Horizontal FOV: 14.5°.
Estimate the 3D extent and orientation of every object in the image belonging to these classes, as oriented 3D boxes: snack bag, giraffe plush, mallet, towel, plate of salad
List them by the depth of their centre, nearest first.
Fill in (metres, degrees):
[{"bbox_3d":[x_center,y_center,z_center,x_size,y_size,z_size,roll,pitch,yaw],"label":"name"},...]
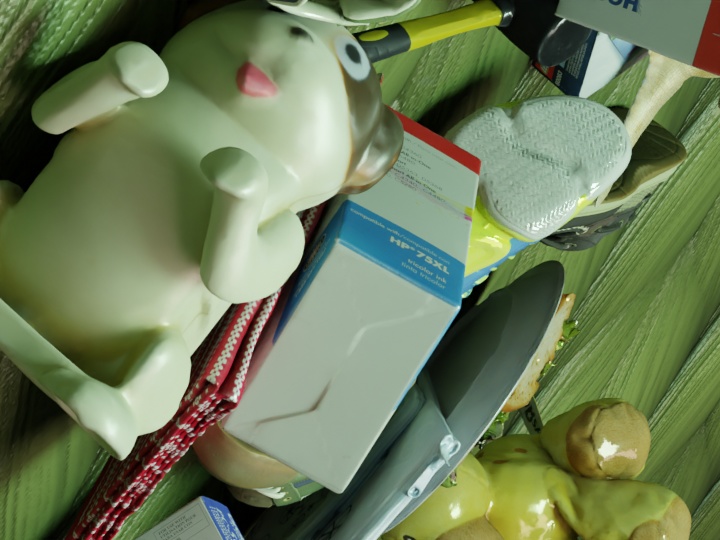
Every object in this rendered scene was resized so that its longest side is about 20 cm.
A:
[{"bbox_3d":[-0.074,0.046,1.322,0.200,0.022,0.145,-49,-167,52],"label":"towel"},{"bbox_3d":[0.019,-0.119,1.348,0.199,0.066,0.041,-12,141,-33],"label":"mallet"},{"bbox_3d":[-0.021,0.139,1.592,0.189,0.021,0.200,-48,-169,5],"label":"snack bag"},{"bbox_3d":[0.062,0.080,1.638,0.200,0.048,0.200,-51,-169,14],"label":"plate of salad"},{"bbox_3d":[0.082,0.151,1.766,0.162,0.200,0.173,-4,130,-36],"label":"giraffe plush"}]

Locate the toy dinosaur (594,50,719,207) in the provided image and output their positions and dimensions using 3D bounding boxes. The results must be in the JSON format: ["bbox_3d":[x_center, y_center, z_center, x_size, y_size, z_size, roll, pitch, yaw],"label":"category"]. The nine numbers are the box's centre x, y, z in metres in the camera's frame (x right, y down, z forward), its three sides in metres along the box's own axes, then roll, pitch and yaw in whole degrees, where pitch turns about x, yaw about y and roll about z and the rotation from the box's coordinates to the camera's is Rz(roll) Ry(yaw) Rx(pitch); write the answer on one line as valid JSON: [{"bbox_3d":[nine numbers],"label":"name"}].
[{"bbox_3d":[0.182,-0.124,1.530,0.101,0.058,0.201,18,106,-51],"label":"toy dinosaur"}]

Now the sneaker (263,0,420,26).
[{"bbox_3d":[-0.006,-0.134,1.188,0.067,0.090,0.200,-56,157,18],"label":"sneaker"}]

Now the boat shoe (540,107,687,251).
[{"bbox_3d":[0.120,-0.042,1.610,0.201,0.072,0.066,-23,143,-55],"label":"boat shoe"}]

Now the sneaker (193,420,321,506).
[{"bbox_3d":[-0.043,0.095,1.500,0.090,0.067,0.200,-53,168,25],"label":"sneaker"}]

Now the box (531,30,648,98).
[{"bbox_3d":[0.183,-0.190,1.519,0.200,0.038,0.137,-35,155,-29],"label":"box"}]

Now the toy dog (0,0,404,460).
[{"bbox_3d":[-0.071,-0.027,1.191,0.200,0.139,0.194,-48,159,-5],"label":"toy dog"}]

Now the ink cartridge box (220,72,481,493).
[{"bbox_3d":[0.000,0.000,1.337,0.116,0.067,0.200,-58,-172,26],"label":"ink cartridge box"}]

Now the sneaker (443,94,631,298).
[{"bbox_3d":[0.049,-0.023,1.497,0.199,0.076,0.105,-25,162,-8],"label":"sneaker"}]

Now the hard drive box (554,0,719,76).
[{"bbox_3d":[0.198,-0.189,1.307,0.077,0.155,0.201,-5,114,-59],"label":"hard drive box"}]

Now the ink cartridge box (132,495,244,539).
[{"bbox_3d":[-0.136,0.211,1.461,0.200,0.094,0.044,-33,159,7],"label":"ink cartridge box"}]
